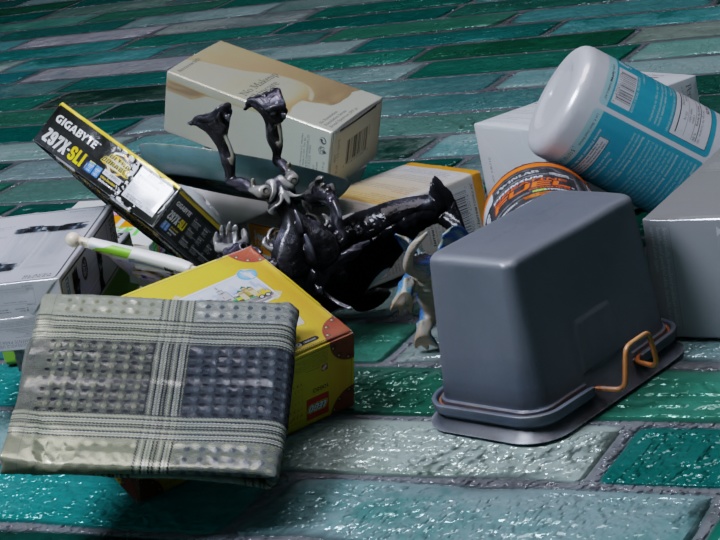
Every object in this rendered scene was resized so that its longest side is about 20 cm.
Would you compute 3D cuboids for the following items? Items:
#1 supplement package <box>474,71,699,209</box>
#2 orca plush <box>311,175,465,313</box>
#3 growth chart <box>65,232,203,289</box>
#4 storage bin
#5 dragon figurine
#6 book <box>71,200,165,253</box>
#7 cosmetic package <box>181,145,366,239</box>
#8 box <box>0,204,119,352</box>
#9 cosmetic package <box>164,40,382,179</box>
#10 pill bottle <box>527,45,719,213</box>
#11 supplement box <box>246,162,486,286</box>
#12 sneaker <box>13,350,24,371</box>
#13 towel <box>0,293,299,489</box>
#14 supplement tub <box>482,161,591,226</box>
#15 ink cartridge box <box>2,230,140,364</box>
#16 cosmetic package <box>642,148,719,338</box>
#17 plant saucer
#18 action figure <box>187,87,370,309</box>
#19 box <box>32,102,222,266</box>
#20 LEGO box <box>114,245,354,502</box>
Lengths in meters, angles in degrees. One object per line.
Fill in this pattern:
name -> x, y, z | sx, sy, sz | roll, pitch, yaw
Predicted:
supplement package -> 0.230, -0.118, 1.785 | 0.200, 0.114, 0.109 | -22, 19, -28
orca plush -> 0.000, 0.000, 1.587 | 0.200, 0.105, 0.071 | -18, 25, 19
growth chart -> -0.156, 0.011, 1.564 | 0.145, 0.018, 0.200 | 13, -12, 15
storage bin -> 0.146, 0.027, 1.359 | 0.145, 0.134, 0.200 | 6, 26, 44
dragon figurine -> 0.061, -0.002, 1.497 | 0.059, 0.200, 0.100 | -8, 56, 19
book -> -0.269, -0.037, 1.980 | 0.133, 0.048, 0.200 | -5, 17, 8
cosmetic package -> -0.105, -0.084, 1.874 | 0.200, 0.085, 0.108 | -26, 63, -38
box -> -0.286, 0.006, 1.576 | 0.117, 0.060, 0.200 | -6, 20, 7
cosmetic package -> -0.089, -0.158, 1.829 | 0.200, 0.071, 0.105 | 21, 35, 22
pill bottle -> 0.261, -0.114, 1.649 | 0.200, 0.111, 0.111 | 27, 14, -11
supplement box -> 0.009, -0.038, 1.741 | 0.200, 0.074, 0.126 | -21, 18, -27
sneaker -> -0.209, 0.070, 1.573 | 0.200, 0.070, 0.099 | 8, 21, 33
towel -> -0.149, 0.086, 1.301 | 0.200, 0.035, 0.193 | 3, 38, 0
supplement tub -> 0.160, -0.032, 1.579 | 0.107, 0.107, 0.200 | -11, 17, 3
ink cartridge box -> -0.231, 0.018, 1.722 | 0.200, 0.076, 0.148 | -9, 18, 13
cosmetic package -> 0.308, -0.028, 1.475 | 0.090, 0.107, 0.200 | 1, 20, 34
plant saucer -> -0.109, -0.086, 1.684 | 0.200, 0.027, 0.200 | 10, -3, 1
action figure -> -0.068, -0.051, 1.551 | 0.119, 0.200, 0.102 | -22, 2, -13
box -> -0.195, -0.062, 1.673 | 0.160, 0.200, 0.049 | 33, 83, 26
LEGO box -> -0.126, 0.075, 1.404 | 0.200, 0.077, 0.149 | -22, 40, -29
